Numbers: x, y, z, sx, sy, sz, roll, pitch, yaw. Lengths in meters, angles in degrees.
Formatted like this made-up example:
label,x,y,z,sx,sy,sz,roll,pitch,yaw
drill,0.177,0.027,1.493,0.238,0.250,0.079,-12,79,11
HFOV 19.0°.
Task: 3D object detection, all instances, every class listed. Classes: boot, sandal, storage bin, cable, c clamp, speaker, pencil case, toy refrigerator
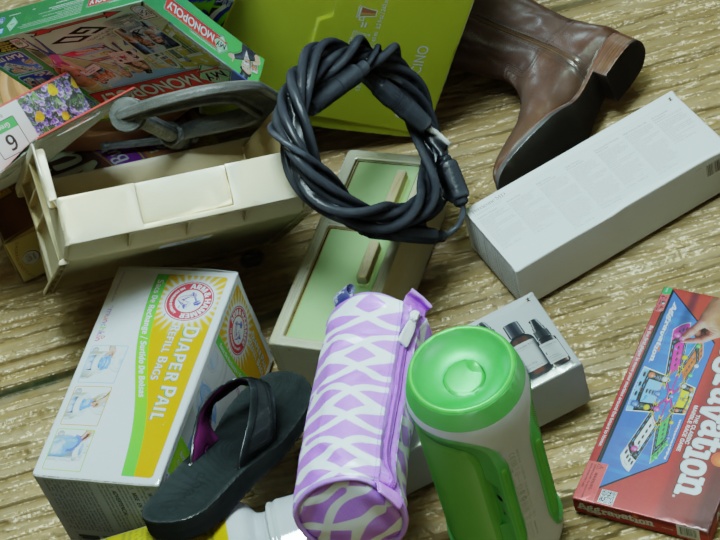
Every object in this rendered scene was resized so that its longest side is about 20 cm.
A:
label,x,y,z,sx,sy,sz,roll,pitch,yaw
boot,0.110,-0.158,1.798,0.200,0.064,0.186,28,63,37
sandal,-0.090,0.116,1.517,0.075,0.048,0.201,-6,25,27
storage bin,-0.153,-0.058,1.661,0.199,0.199,0.094,-12,84,-14
cable,0.007,-0.101,1.616,0.051,0.200,0.164,-18,75,39
c clamp,-0.140,-0.116,1.691,0.170,0.200,0.027,-9,84,4
speaker,0.086,0.127,1.463,0.088,0.200,0.089,-8,48,9
pencil case,0.007,0.102,1.483,0.085,0.084,0.201,-29,34,31
toy refrigerator,0.000,0.000,1.685,0.076,0.070,0.201,7,52,21

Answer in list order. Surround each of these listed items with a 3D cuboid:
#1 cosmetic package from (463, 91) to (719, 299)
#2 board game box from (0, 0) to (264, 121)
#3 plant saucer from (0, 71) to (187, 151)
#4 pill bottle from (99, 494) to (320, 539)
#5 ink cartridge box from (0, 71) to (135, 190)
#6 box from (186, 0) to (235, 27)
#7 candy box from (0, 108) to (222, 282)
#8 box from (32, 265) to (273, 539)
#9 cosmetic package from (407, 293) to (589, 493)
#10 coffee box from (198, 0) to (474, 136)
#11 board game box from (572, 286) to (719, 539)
label,x,y,z,sx,sy,sz,roll,pitch,yaw
cosmetic package,0.187,-0.057,1.692,0.199,0.051,0.083,-29,51,-10
board game box,-0.193,-0.171,1.688,0.199,0.134,0.029,-8,59,39
plant saucer,-0.217,-0.184,1.860,0.199,0.032,0.201,-9,47,9
pill bottle,-0.116,0.226,1.494,0.199,0.115,0.115,-17,48,2
ink cartridge box,-0.271,-0.105,1.694,0.109,0.050,0.200,-34,2,-39
box,-0.146,-0.208,1.714,0.064,0.200,0.070,5,69,-15
candy box,-0.220,-0.083,1.828,0.199,0.057,0.117,-26,48,-6
box,-0.150,0.106,1.608,0.101,0.113,0.201,3,50,20
cosmetic package,0.060,0.099,1.585,0.199,0.051,0.083,-27,47,-7
coffee box,-0.023,-0.253,1.781,0.199,0.200,0.198,6,47,-13
board game box,0.236,0.101,1.564,0.103,0.019,0.200,12,55,23
